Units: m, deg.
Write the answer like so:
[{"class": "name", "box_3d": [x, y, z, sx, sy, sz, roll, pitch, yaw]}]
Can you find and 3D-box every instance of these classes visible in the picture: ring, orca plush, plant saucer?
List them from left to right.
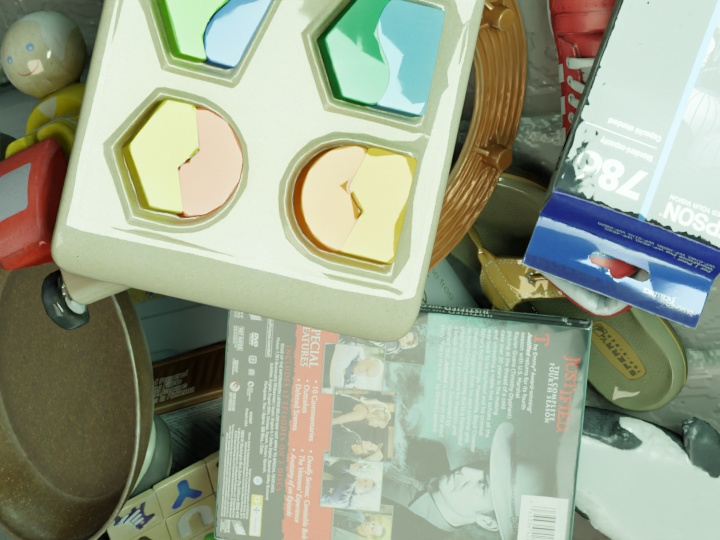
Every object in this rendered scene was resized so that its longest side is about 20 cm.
[{"class": "plant saucer", "box_3d": [-0.174, 0.058, 1.641, 0.200, 0.037, 0.201, 14, 109, 47]}, {"class": "ring", "box_3d": [0.018, -0.070, 1.489, 0.019, 0.200, 0.201, 28, 140, 39]}, {"class": "orca plush", "box_3d": [0.140, 0.120, 1.662, 0.199, 0.071, 0.106, 10, 102, -11]}]

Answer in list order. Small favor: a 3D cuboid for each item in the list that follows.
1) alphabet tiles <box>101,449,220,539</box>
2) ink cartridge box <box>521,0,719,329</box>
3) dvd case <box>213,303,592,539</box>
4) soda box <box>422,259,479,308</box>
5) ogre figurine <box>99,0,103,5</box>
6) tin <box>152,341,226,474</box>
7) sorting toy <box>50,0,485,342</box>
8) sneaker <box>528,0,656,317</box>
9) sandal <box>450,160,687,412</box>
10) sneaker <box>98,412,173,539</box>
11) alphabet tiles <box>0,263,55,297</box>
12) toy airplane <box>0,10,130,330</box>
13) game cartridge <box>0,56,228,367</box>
[{"class": "alphabet tiles", "box_3d": [-0.092, 0.172, 1.727, 0.006, 0.166, 0.200, 54, 166, 32]}, {"class": "ink cartridge box", "box_3d": [0.159, -0.078, 1.442, 0.099, 0.039, 0.201, 19, 94, -1]}, {"class": "dvd case", "box_3d": [0.022, 0.088, 1.598, 0.199, 0.022, 0.147, 5, 104, 5]}, {"class": "soda box", "box_3d": [0.000, 0.000, 1.630, 0.063, 0.068, 0.200, -18, 118, 33]}, {"class": "ogre figurine", "box_3d": [-0.091, -0.203, 1.493, 0.199, 0.098, 0.120, -14, 103, 14]}, {"class": "tin", "box_3d": [-0.086, 0.097, 1.744, 0.199, 0.042, 0.112, -17, 140, 34]}, {"class": "sorting toy", "box_3d": [-0.040, -0.078, 1.397, 0.184, 0.036, 0.201, 13, 91, -15]}, {"class": "sneaker", "box_3d": [0.125, -0.070, 1.492, 0.071, 0.113, 0.201, 2, 127, 21]}, {"class": "sandal", "box_3d": [0.104, 0.014, 1.607, 0.080, 0.054, 0.200, -30, 112, 38]}, {"class": "sneaker", "box_3d": [-0.117, 0.142, 1.737, 0.106, 0.075, 0.200, 10, 149, -15]}, {"class": "alphabet tiles", "box_3d": [-0.213, 0.025, 1.715, 0.167, 0.008, 0.201, 19, 124, 35]}, {"class": "toy airplane", "box_3d": [-0.129, -0.078, 1.500, 0.141, 0.200, 0.199, 56, 167, -15]}, {"class": "game cartridge", "box_3d": [-0.119, -0.034, 1.675, 0.133, 0.042, 0.200, -11, 122, 34]}]
